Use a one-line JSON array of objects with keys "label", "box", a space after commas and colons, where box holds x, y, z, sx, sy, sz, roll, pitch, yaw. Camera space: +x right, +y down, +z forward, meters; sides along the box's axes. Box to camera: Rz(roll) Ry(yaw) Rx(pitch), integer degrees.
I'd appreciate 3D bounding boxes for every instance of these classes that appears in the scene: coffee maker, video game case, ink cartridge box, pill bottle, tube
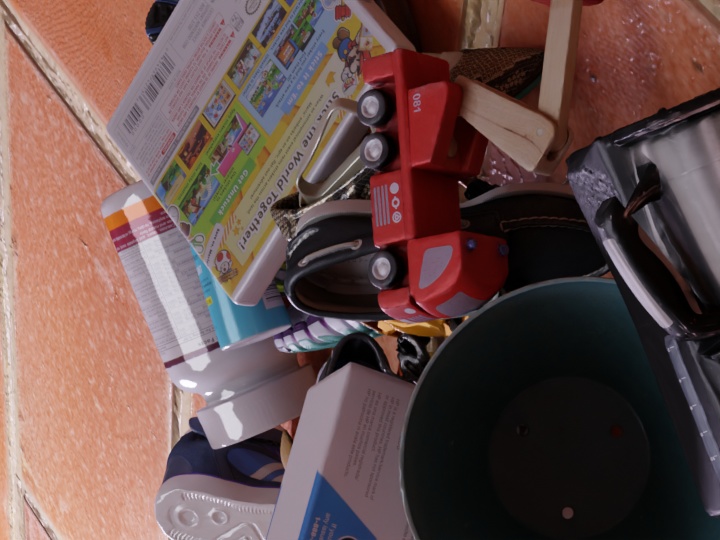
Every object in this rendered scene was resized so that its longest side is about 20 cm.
[{"label": "coffee maker", "box": [0.197, 0.010, 1.329, 0.192, 0.134, 0.200, 24, -135, -89]}, {"label": "video game case", "box": [-0.066, -0.111, 1.668, 0.200, 0.023, 0.182, -57, 50, 23]}, {"label": "ink cartridge box", "box": [0.053, 0.160, 1.591, 0.084, 0.200, 0.145, 146, 143, -67]}, {"label": "pill bottle", "box": [-0.104, 0.021, 1.957, 0.200, 0.109, 0.110, 67, 156, -1]}, {"label": "tube", "box": [-0.102, -0.048, 1.802, 0.077, 0.050, 0.200, 112, 139, -82]}]

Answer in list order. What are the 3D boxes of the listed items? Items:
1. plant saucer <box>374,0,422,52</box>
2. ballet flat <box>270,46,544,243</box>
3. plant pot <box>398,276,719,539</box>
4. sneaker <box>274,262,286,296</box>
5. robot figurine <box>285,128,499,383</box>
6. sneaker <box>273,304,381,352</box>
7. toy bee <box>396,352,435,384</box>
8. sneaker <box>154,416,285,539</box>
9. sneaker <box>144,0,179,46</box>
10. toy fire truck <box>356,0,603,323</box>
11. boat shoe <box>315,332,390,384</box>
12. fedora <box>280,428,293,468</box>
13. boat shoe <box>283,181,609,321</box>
[{"label": "plant saucer", "box": [-0.011, -0.146, 1.714, 0.200, 0.032, 0.200, 46, 149, 39]}, {"label": "ballet flat", "box": [0.018, -0.078, 1.554, 0.075, 0.068, 0.200, 43, 119, -7]}, {"label": "plant pot", "box": [0.120, 0.107, 1.496, 0.135, 0.200, 0.200, 88, 158, -87]}, {"label": "sneaker", "box": [-0.073, -0.080, 1.872, 0.081, 0.074, 0.200, -51, 55, 34]}, {"label": "robot figurine", "box": [0.045, -0.005, 1.622, 0.200, 0.058, 0.145, 36, 115, 26]}, {"label": "sneaker", "box": [0.000, 0.000, 1.790, 0.200, 0.074, 0.088, -21, 80, 56]}, {"label": "toy bee", "box": [0.082, 0.146, 1.716, 0.131, 0.108, 0.200, 119, 150, -72]}, {"label": "sneaker", "box": [-0.048, 0.164, 2.017, 0.200, 0.147, 0.081, 15, 120, 6]}, {"label": "sneaker", "box": [-0.063, -0.104, 1.757, 0.200, 0.076, 0.077, 54, 175, 28]}, {"label": "toy fire truck", "box": [0.067, -0.079, 1.440, 0.141, 0.049, 0.201, -13, 76, 38]}, {"label": "boat shoe", "box": [-0.001, 0.130, 1.712, 0.066, 0.070, 0.200, 98, 176, -59]}, {"label": "fedora", "box": [0.025, 0.176, 1.822, 0.201, 0.082, 0.201, 56, 180, 0]}, {"label": "boat shoe", "box": [0.055, -0.003, 1.520, 0.060, 0.200, 0.076, -75, -27, -51]}]
